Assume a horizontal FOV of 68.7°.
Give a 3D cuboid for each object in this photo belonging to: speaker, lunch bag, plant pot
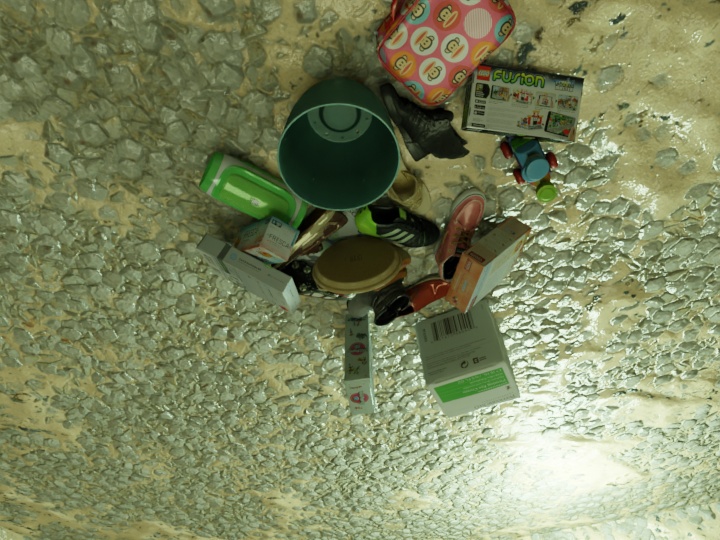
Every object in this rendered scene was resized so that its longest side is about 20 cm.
[{"bbox_3d":[-0.205,-0.150,1.026,0.199,0.089,0.088,25,127,-24],"label":"speaker"},{"bbox_3d":[0.120,-0.382,0.826,0.176,0.082,0.200,33,124,-28],"label":"lunch bag"},{"bbox_3d":[-0.035,-0.232,0.902,0.199,0.162,0.201,0,135,0],"label":"plant pot"}]

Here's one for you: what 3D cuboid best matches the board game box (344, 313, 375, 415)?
[{"bbox_3d":[-0.002,0.230,1.311,0.064,0.201,0.148,-6,133,3],"label":"board game box"}]

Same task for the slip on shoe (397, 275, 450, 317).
[{"bbox_3d":[0.136,0.069,1.263,0.199,0.061,0.074,-20,129,14],"label":"slip on shoe"}]

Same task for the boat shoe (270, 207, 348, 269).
[{"bbox_3d":[-0.107,-0.060,1.098,0.072,0.072,0.200,36,116,-29],"label":"boat shoe"}]

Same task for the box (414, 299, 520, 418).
[{"bbox_3d":[0.264,0.222,1.317,0.198,0.201,0.172,-21,133,15],"label":"box"}]

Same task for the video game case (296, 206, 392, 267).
[{"bbox_3d":[-0.058,-0.068,1.152,0.200,0.022,0.182,-34,125,26],"label":"video game case"}]

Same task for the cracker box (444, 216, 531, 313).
[{"bbox_3d":[0.269,-0.015,1.111,0.058,0.200,0.135,36,137,24],"label":"cracker box"}]

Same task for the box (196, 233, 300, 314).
[{"bbox_3d":[-0.225,0.011,1.087,0.199,0.041,0.156,27,162,11],"label":"box"}]

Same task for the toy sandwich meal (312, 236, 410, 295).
[{"bbox_3d":[0.000,0.000,1.082,0.204,0.206,0.071,-8,125,4],"label":"toy sandwich meal"}]

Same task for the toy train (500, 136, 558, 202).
[{"bbox_3d":[0.347,-0.171,1.010,0.084,0.116,0.200,-25,129,20],"label":"toy train"}]

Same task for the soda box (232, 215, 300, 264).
[{"bbox_3d":[-0.197,-0.054,1.057,0.063,0.069,0.200,29,164,-26],"label":"soda box"}]

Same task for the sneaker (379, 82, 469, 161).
[{"bbox_3d":[0.119,-0.270,0.950,0.104,0.060,0.200,-23,134,16],"label":"sneaker"}]

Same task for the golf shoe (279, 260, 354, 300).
[{"bbox_3d":[-0.106,0.034,1.183,0.199,0.078,0.088,12,158,6],"label":"golf shoe"}]

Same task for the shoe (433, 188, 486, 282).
[{"bbox_3d":[0.215,-0.069,1.115,0.071,0.091,0.201,11,132,-13],"label":"shoe"}]

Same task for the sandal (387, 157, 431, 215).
[{"bbox_3d":[0.080,-0.164,1.036,0.077,0.070,0.212,-22,130,18],"label":"sandal"}]

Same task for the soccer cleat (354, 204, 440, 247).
[{"bbox_3d":[0.086,-0.094,1.085,0.199,0.068,0.081,9,154,-23],"label":"soccer cleat"}]

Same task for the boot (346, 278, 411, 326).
[{"bbox_3d":[0.033,0.078,1.217,0.069,0.132,0.200,23,128,-23],"label":"boot"}]

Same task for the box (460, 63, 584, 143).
[{"bbox_3d":[0.281,-0.288,0.914,0.198,0.035,0.111,6,97,-7],"label":"box"}]
